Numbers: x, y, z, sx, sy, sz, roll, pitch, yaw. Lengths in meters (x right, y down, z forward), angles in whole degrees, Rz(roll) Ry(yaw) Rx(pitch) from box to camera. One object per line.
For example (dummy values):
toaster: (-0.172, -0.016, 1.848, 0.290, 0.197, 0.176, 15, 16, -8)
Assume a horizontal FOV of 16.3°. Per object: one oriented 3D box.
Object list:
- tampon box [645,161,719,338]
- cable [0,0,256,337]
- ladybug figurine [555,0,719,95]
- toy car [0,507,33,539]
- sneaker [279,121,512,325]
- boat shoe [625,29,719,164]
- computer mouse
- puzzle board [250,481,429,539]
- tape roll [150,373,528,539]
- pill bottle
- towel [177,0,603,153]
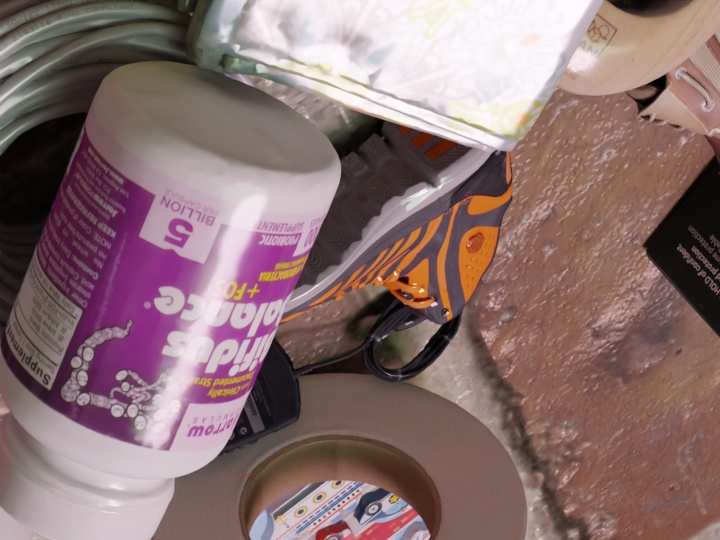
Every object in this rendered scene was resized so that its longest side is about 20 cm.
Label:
tampon box: (0.296, -0.028, 1.434, 0.126, 0.150, 0.200, 17, 117, -45)
cable: (-0.141, -0.042, 1.143, 0.200, 0.069, 0.200, 20, 109, -42)
ladybug figurine: (0.128, -0.174, 1.197, 0.136, 0.072, 0.200, 35, 86, -24)
toy car: (-0.227, 0.123, 1.162, 0.200, 0.184, 0.177, 14, 119, -46)
sneaker: (0.000, 0.000, 1.296, 0.200, 0.078, 0.112, -31, 140, -8)
boat shoe: (0.168, -0.112, 1.323, 0.072, 0.076, 0.200, -32, 132, -1)
computer mouse: (-0.030, 0.052, 1.360, 0.200, 0.059, 0.034, -19, -179, -27)
puzzle board: (-0.032, 0.173, 1.491, 0.200, 0.017, 0.151, -38, 141, 0)
tape roll: (-0.012, 0.138, 1.326, 0.203, 0.203, 0.037, -20, 139, -20)
pill bottle: (-0.093, 0.019, 1.093, 0.112, 0.112, 0.200, 4, 119, -40)
towel: (0.031, -0.153, 1.081, 0.171, 0.048, 0.200, 15, 120, -24)
